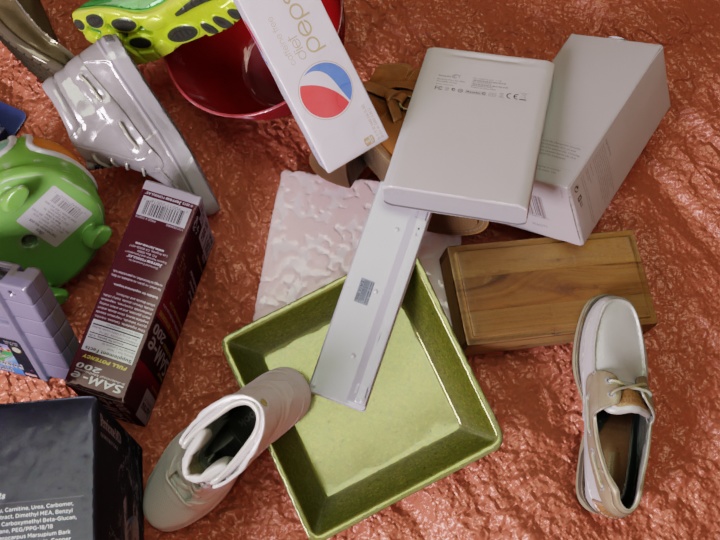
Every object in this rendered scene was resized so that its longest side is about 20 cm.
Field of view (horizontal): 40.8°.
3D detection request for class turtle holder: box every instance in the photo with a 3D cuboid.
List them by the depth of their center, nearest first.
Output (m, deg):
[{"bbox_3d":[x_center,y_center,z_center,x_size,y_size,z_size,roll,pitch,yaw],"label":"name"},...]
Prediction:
[{"bbox_3d":[-0.328,-0.043,0.930,0.139,0.187,0.133,6,36,-33],"label":"turtle holder"}]

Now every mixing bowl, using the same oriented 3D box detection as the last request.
[{"bbox_3d":[-0.094,-0.236,0.994,0.196,0.108,0.205,-4,77,17],"label":"mixing bowl"}]

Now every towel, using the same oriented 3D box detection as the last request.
[{"bbox_3d":[0.000,0.000,0.963,0.196,0.032,0.195,8,69,1],"label":"towel"}]

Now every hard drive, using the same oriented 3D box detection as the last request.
[{"bbox_3d":[0.106,-0.132,0.908,0.129,0.027,0.202,9,52,11],"label":"hard drive"}]

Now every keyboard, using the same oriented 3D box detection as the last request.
[{"bbox_3d":[0.011,0.022,0.873,0.055,0.011,0.204,18,83,7],"label":"keyboard"}]

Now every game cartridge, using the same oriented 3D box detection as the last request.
[{"bbox_3d":[-0.349,0.037,0.869,0.196,0.131,0.039,10,44,21],"label":"game cartridge"}]

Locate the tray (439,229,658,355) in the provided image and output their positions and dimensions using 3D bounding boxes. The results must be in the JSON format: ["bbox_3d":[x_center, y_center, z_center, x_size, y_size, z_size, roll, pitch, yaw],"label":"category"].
[{"bbox_3d":[0.183,0.019,0.941,0.196,0.037,0.101,-6,69,-12],"label":"tray"}]

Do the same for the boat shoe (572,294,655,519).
[{"bbox_3d":[0.237,0.121,0.880,0.073,0.068,0.205,2,82,-10],"label":"boat shoe"}]

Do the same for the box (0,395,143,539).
[{"bbox_3d":[-0.247,0.227,0.785,0.115,0.197,0.204,-5,69,-4],"label":"box"}]

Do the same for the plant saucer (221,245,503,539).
[{"bbox_3d":[0.002,0.111,0.890,0.197,0.048,0.203,-26,84,-3],"label":"plant saucer"}]

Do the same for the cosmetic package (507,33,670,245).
[{"bbox_3d":[0.216,-0.136,0.961,0.106,0.085,0.201,20,61,38],"label":"cosmetic package"}]

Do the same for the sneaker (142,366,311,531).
[{"bbox_3d":[-0.137,0.161,0.819,0.200,0.115,0.074,-45,81,16],"label":"sneaker"}]

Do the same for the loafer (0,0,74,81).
[{"bbox_3d":[-0.366,-0.273,1.034,0.199,0.076,0.068,41,80,13],"label":"loafer"}]

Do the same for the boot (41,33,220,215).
[{"bbox_3d":[-0.225,-0.122,0.952,0.095,0.074,0.202,-32,109,-3],"label":"boot"}]

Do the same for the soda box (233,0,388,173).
[{"bbox_3d":[-0.050,-0.194,0.872,0.067,0.064,0.202,-29,106,-3],"label":"soda box"}]

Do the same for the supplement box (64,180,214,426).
[{"bbox_3d":[-0.201,0.033,0.906,0.060,0.109,0.203,16,71,4],"label":"supplement box"}]

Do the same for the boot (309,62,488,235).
[{"bbox_3d":[0.063,-0.131,0.968,0.197,0.074,0.156,26,57,13],"label":"boot"}]

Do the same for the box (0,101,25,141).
[{"bbox_3d":[-0.447,-0.109,0.996,0.119,0.033,0.203,23,70,7],"label":"box"}]

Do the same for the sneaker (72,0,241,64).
[{"bbox_3d":[-0.190,-0.261,0.948,0.196,0.074,0.085,-8,50,22],"label":"sneaker"}]
